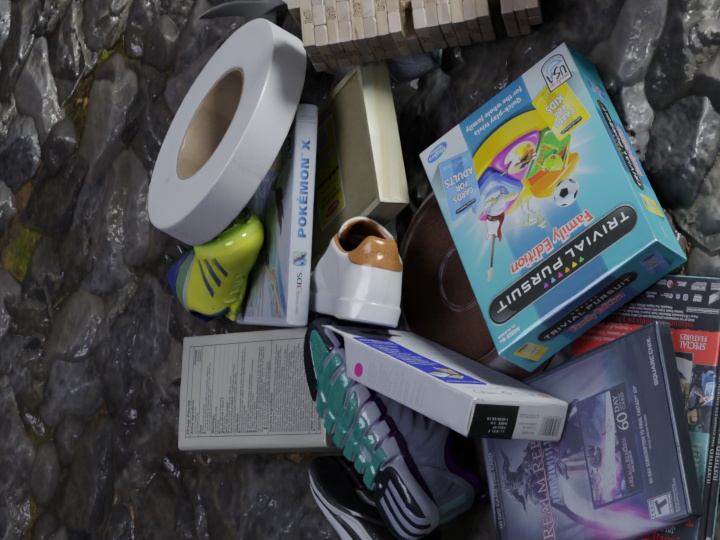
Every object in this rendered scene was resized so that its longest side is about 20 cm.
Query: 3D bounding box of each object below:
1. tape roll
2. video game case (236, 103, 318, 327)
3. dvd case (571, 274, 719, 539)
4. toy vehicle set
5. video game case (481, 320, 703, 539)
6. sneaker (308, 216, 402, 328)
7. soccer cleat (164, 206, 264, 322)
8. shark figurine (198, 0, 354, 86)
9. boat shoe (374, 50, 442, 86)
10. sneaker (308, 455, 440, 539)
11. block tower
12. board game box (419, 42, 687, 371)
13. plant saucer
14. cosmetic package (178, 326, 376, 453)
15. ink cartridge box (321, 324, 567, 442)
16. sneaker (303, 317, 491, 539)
[{"bbox_3d":[-0.115,-0.117,1.841,0.203,0.037,0.204,-47,27,34],"label":"tape roll"},{"bbox_3d":[-0.074,-0.044,1.867,0.200,0.022,0.184,177,96,-74],"label":"video game case"},{"bbox_3d":[0.208,0.103,1.592,0.145,0.022,0.202,3,85,49],"label":"dvd case"},{"bbox_3d":[-0.018,-0.078,1.830,0.200,0.026,0.125,138,128,-59],"label":"toy vehicle set"},{"bbox_3d":[0.165,0.137,1.605,0.199,0.019,0.144,-28,63,45],"label":"video game case"},{"bbox_3d":[0.000,0.000,1.776,0.200,0.072,0.085,-174,92,-75],"label":"sneaker"},{"bbox_3d":[-0.117,0.000,1.902,0.084,0.064,0.200,62,158,0],"label":"soccer cleat"},{"bbox_3d":[-0.049,-0.223,1.896,0.214,0.089,0.129,38,110,43],"label":"shark figurine"},{"bbox_3d":[0.043,-0.254,1.819,0.071,0.070,0.203,-8,74,27],"label":"boat shoe"},{"bbox_3d":[0.001,0.238,1.763,0.201,0.075,0.116,46,130,55],"label":"sneaker"},{"bbox_3d":[0.044,-0.207,1.734,0.198,0.054,0.058,-8,73,9],"label":"block tower"},{"bbox_3d":[0.141,-0.050,1.640,0.151,0.047,0.201,-37,51,22],"label":"board game box"},{"bbox_3d":[0.091,0.006,1.737,0.199,0.032,0.202,-11,75,46],"label":"plant saucer"},{"bbox_3d":[-0.068,0.105,1.866,0.199,0.073,0.104,-5,80,48],"label":"cosmetic package"},{"bbox_3d":[0.059,0.084,1.656,0.200,0.094,0.037,27,107,51],"label":"ink cartridge box"},{"bbox_3d":[0.027,0.119,1.736,0.201,0.087,0.075,61,149,23],"label":"sneaker"}]
